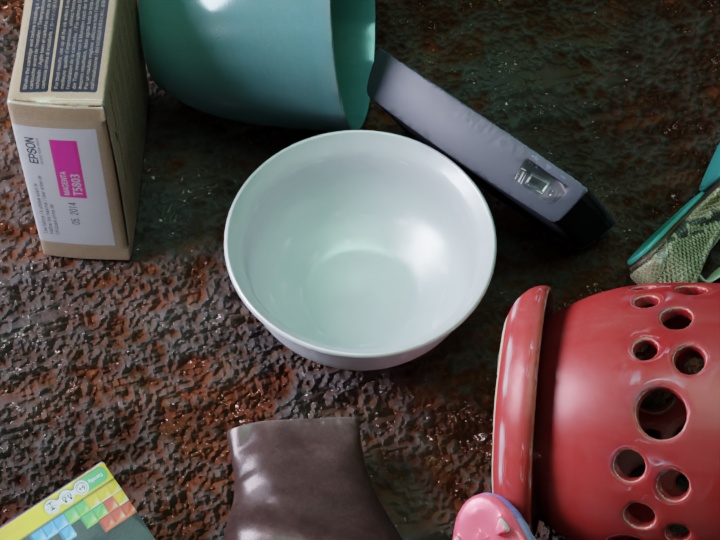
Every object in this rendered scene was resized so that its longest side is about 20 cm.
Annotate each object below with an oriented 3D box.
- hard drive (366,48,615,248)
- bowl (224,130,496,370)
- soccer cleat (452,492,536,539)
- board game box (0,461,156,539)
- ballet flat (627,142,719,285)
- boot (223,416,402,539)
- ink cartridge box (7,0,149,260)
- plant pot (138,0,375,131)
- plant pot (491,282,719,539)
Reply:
[{"bbox_3d":[0.097,-0.089,1.603,0.200,0.135,0.042,36,91,20],"label":"hard drive"},{"bbox_3d":[0.000,0.000,1.563,0.200,0.090,0.202,0,58,0],"label":"bowl"},{"bbox_3d":[0.121,0.241,1.391,0.067,0.076,0.201,-29,81,29],"label":"soccer cleat"},{"bbox_3d":[-0.210,0.252,1.397,0.200,0.057,0.166,-33,79,-20],"label":"board game box"},{"bbox_3d":[0.284,-0.049,1.623,0.075,0.068,0.200,39,68,-3],"label":"ballet flat"},{"bbox_3d":[0.002,0.175,1.461,0.199,0.072,0.167,-3,60,1],"label":"boot"},{"bbox_3d":[-0.209,-0.130,1.579,0.075,0.200,0.165,3,57,1],"label":"ink cartridge box"},{"bbox_3d":[-0.083,-0.206,1.639,0.160,0.201,0.201,-1,57,10],"label":"plant pot"},{"bbox_3d":[0.185,0.106,1.437,0.182,0.201,0.201,3,57,7],"label":"plant pot"}]
